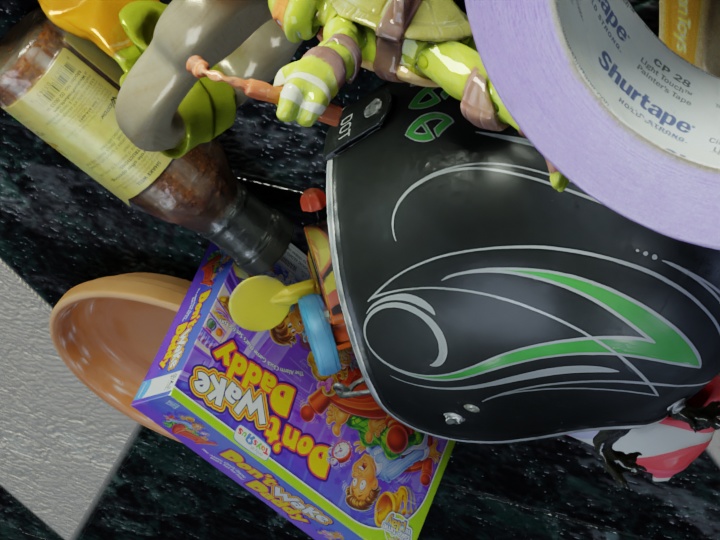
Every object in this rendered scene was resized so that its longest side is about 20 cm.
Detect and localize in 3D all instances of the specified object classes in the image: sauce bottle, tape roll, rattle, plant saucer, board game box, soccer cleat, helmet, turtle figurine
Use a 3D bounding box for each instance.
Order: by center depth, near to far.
[{"bbox_3d":[0.138,-0.106,0.691,0.199,0.066,0.201,12,126,17],"label":"tape roll"},{"bbox_3d":[0.028,-0.097,0.829,0.161,0.200,0.065,21,112,11],"label":"turtle figurine"},{"bbox_3d":[0.094,-0.019,0.944,0.190,0.201,0.200,-8,141,15],"label":"helmet"},{"bbox_3d":[-0.087,-0.150,0.956,0.200,0.130,0.143,100,145,-75],"label":"rattle"},{"bbox_3d":[-0.123,-0.068,1.141,0.200,0.066,0.066,41,147,-23],"label":"sauce bottle"},{"bbox_3d":[0.116,0.067,1.177,0.199,0.067,0.077,17,131,-9],"label":"soccer cleat"},{"bbox_3d":[-0.031,0.080,1.243,0.200,0.135,0.045,39,148,-25],"label":"board game box"},{"bbox_3d":[-0.117,0.062,1.376,0.199,0.038,0.200,17,149,11],"label":"plant saucer"}]

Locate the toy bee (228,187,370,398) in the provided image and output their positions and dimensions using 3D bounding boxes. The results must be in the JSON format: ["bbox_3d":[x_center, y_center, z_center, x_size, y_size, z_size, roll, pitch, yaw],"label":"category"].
[{"bbox_3d":[0.000,0.000,1.130,0.200,0.131,0.109,-3,104,64],"label":"toy bee"}]

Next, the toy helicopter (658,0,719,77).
[{"bbox_3d":[0.141,-0.129,0.772,0.132,0.079,0.200,33,147,32],"label":"toy helicopter"}]

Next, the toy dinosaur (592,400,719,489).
[{"bbox_3d":[0.155,0.067,1.123,0.199,0.048,0.088,-26,112,21],"label":"toy dinosaur"}]
